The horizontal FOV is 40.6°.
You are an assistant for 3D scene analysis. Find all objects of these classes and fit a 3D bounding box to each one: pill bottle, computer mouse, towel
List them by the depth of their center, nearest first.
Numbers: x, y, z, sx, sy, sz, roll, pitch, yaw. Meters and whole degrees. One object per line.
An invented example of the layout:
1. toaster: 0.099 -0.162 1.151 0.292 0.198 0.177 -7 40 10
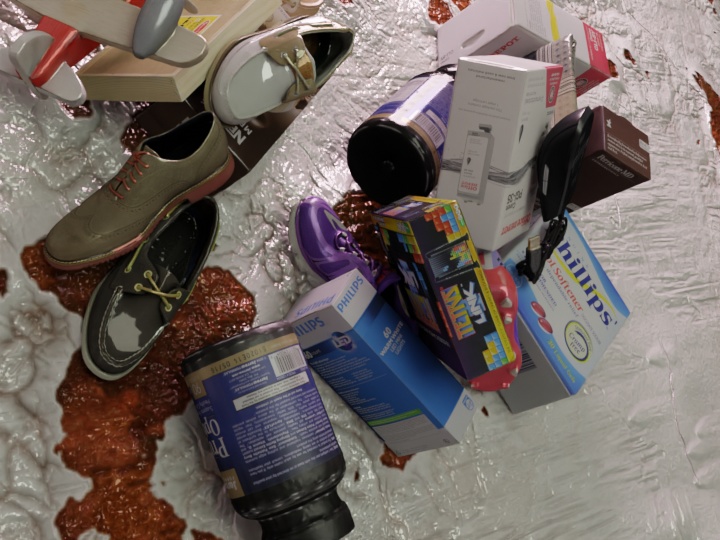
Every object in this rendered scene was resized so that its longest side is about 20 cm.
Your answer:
1. pill bottle: -0.080 0.156 0.890 0.111 0.112 0.201 -16 83 -45
2. computer mouse: 0.209 -0.084 1.103 0.046 0.201 0.141 21 46 19
3. pill bottle: 0.077 -0.169 1.169 0.112 0.112 0.200 53 46 -11
4. towel: 0.198 -0.186 1.242 0.034 0.192 0.201 33 50 -38

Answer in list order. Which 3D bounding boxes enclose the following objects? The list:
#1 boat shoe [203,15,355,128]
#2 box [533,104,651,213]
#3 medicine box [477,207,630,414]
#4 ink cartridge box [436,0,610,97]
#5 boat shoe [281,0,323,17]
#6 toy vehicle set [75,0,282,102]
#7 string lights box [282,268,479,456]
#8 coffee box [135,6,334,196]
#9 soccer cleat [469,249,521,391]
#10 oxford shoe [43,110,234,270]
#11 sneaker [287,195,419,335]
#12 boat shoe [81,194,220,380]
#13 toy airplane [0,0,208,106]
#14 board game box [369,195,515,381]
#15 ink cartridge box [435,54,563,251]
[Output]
1. boat shoe: -0.076 -0.203 0.956 0.200 0.068 0.075 -51 136 -42
2. box: 0.268 -0.130 1.274 0.100 0.199 0.075 22 58 -34
3. medicine box: 0.222 0.043 1.224 0.183 0.103 0.200 56 46 -8
4. ink cartridge box: 0.224 -0.301 1.350 0.199 0.145 0.084 17 60 -37
5. boat shoe: -0.093 -0.329 1.114 0.200 0.064 0.072 -18 82 -58
6. toy vehicle set: -0.179 -0.231 0.968 0.200 0.123 0.027 -57 143 -41
7. string lights box: 0.018 0.101 1.009 0.200 0.103 0.059 48 50 -16
8. coffee box: -0.126 -0.184 1.022 0.113 0.080 0.200 48 47 -17
9. soccer cleat: 0.151 0.064 1.114 0.201 0.066 0.077 81 10 -49
10. oxford shoe: -0.204 -0.078 0.874 0.070 0.075 0.200 37 63 26
11. sneaker: 0.000 0.000 1.054 0.201 0.083 0.081 55 45 -8
12. boat shoe: -0.189 0.008 0.892 0.072 0.060 0.202 39 50 -23
13. toy airplane: -0.253 -0.249 0.875 0.199 0.142 0.200 -11 56 -18
14. board game box: 0.078 0.010 1.001 0.056 0.200 0.166 -21 98 -7
15. ink cartridge box: 0.154 -0.136 1.099 0.146 0.082 0.201 -26 128 -61
